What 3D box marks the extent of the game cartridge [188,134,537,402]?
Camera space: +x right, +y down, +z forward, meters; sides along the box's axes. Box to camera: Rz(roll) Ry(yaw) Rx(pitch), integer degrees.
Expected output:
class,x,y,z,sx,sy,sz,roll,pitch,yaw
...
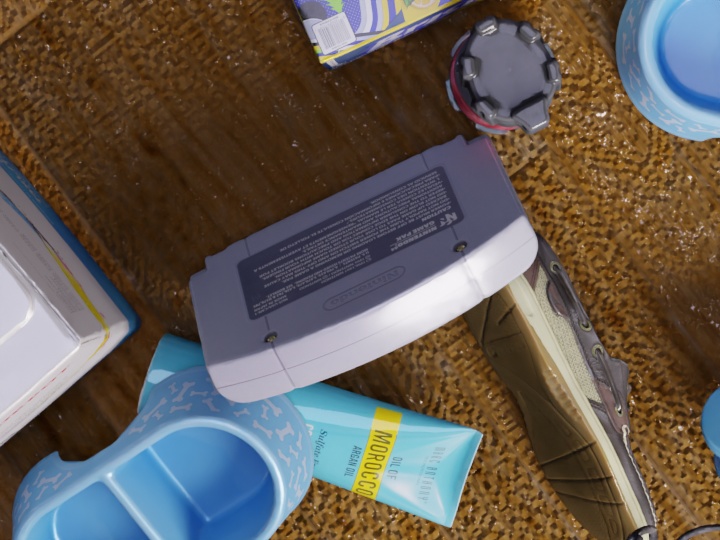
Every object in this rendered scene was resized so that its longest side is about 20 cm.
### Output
class,x,y,z,sx,sy,sz,roll,pitch,yaw
game cartridge,0.000,0.000,1.334,0.199,0.133,0.042,-25,126,5

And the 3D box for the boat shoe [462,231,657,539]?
class,x,y,z,sx,sy,sz,roll,pitch,yaw
boat shoe,0.128,0.070,1.358,0.065,0.073,0.201,-34,105,-28

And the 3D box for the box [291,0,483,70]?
class,x,y,z,sx,sy,sz,roll,pitch,yaw
box,0.056,-0.186,1.352,0.199,0.070,0.065,-24,90,4

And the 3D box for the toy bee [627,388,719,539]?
class,x,y,z,sx,sy,sz,roll,pitch,yaw
toy bee,0.245,0.116,1.324,0.108,0.131,0.201,25,93,27

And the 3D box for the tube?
class,x,y,z,sx,sy,sz,roll,pitch,yaw
tube,-0.031,0.092,1.380,0.199,0.051,0.078,18,133,2

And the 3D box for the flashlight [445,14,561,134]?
class,x,y,z,sx,sy,sz,roll,pitch,yaw
flashlight,0.078,-0.111,1.289,0.067,0.200,0.068,14,92,4

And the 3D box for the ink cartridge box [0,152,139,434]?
class,x,y,z,sx,sy,sz,roll,pitch,yaw
ink cartridge box,-0.235,0.027,1.306,0.147,0.200,0.146,-40,89,4

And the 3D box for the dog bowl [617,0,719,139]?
class,x,y,z,sx,sy,sz,roll,pitch,yaw
dog bowl,0.248,-0.121,1.346,0.198,0.050,0.112,14,93,2

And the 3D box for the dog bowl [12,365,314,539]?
class,x,y,z,sx,sy,sz,roll,pitch,yaw
dog bowl,-0.120,0.139,1.358,0.199,0.050,0.112,-33,105,17
